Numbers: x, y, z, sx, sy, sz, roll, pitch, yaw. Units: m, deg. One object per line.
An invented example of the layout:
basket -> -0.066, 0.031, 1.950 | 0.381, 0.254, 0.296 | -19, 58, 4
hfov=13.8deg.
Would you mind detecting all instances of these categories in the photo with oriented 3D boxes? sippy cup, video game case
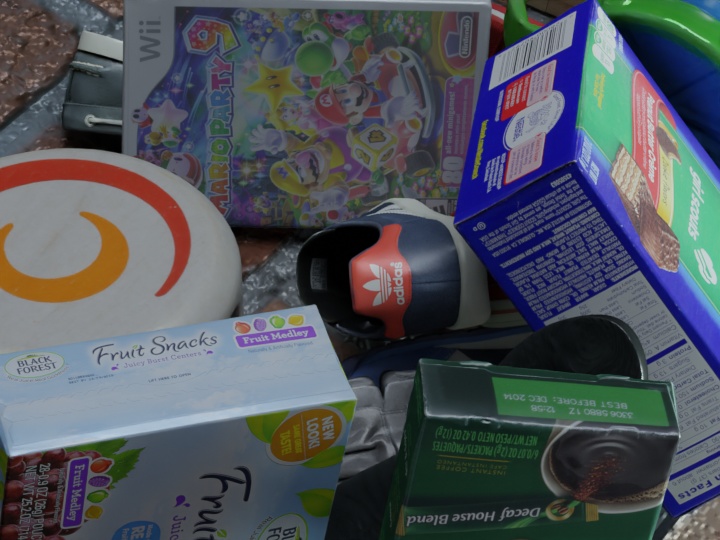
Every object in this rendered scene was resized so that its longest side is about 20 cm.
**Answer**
sippy cup -> 0.177, -0.120, 1.603 | 0.178, 0.139, 0.130 | 48, 47, -15
video game case -> -0.032, -0.088, 1.647 | 0.199, 0.144, 0.018 | 1, 31, -4

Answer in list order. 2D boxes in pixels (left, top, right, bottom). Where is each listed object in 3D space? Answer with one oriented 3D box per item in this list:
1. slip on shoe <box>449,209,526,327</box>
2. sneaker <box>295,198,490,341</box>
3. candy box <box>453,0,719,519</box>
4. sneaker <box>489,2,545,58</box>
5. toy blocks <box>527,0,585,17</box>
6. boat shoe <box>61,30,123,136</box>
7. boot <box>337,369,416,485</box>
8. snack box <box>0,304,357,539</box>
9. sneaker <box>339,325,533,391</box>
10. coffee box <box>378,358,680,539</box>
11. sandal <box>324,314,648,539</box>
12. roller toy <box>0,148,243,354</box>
slip on shoe -> 0.070, -0.008, 1.600 | 0.074, 0.061, 0.200 | -9, 5, -10
sneaker -> 0.000, 0.000, 1.566 | 0.084, 0.200, 0.075 | -5, 89, -16
candy box -> 0.137, -0.007, 1.485 | 0.200, 0.077, 0.169 | 53, 25, -23
sneaker -> 0.144, -0.109, 1.781 | 0.200, 0.078, 0.116 | 38, 41, 5
toy blocks -> 0.180, -0.203, 1.818 | 0.199, 0.137, 0.100 | 24, 45, 11
boat shoe -> -0.076, -0.075, 1.708 | 0.199, 0.073, 0.062 | 22, 89, -2
boot -> 0.061, 0.111, 1.508 | 0.199, 0.070, 0.132 | 1, 76, -15
snack box -> -0.102, 0.115, 1.411 | 0.168, 0.200, 0.068 | -8, 50, -21
sneaker -> 0.059, 0.073, 1.572 | 0.199, 0.074, 0.083 | -8, 84, 3
coffee box -> 0.069, 0.132, 1.379 | 0.122, 0.201, 0.044 | 6, 38, -9
sandal -> 0.054, 0.095, 1.411 | 0.075, 0.200, 0.048 | 56, 22, 12
roller toy -> -0.149, 0.043, 1.509 | 0.182, 0.140, 0.200 | -8, 41, -10
